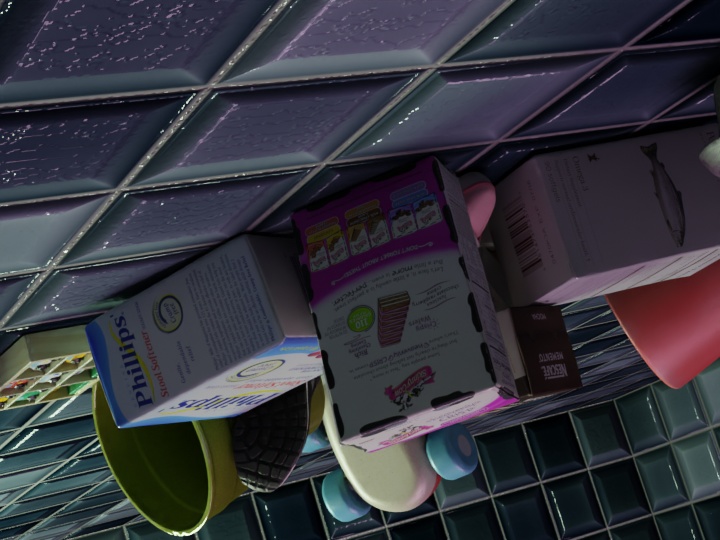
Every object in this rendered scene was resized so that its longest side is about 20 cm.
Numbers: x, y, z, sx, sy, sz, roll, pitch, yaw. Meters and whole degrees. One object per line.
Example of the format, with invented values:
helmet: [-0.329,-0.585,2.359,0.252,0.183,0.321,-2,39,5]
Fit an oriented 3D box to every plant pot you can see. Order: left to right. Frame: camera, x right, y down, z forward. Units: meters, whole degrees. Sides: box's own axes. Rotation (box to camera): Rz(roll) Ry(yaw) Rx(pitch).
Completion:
plant pot: [-0.147,0.147,1.575,0.193,0.201,0.200,-24,175,-39]
plant pot: [0.375,0.004,1.650,0.177,0.201,0.200,-33,164,17]

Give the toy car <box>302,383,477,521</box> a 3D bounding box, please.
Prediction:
toy car: [0.050,0.166,1.726,0.184,0.177,0.200,-27,-175,30]

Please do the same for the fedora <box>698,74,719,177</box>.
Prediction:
fedora: [0.361,-0.139,1.174,0.199,0.091,0.177,-15,168,23]

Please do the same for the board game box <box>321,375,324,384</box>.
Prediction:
board game box: [-0.017,0.118,1.819,0.200,0.032,0.120,-41,175,39]

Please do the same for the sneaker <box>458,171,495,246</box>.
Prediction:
sneaker: [0.070,0.018,1.256,0.200,0.105,0.075,-49,152,-7]

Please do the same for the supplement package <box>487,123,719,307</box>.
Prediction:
supplement package: [0.231,-0.047,1.342,0.199,0.117,0.117,-12,167,-25]

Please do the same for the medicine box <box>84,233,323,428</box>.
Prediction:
medicine box: [-0.109,0.056,1.342,0.200,0.103,0.182,-29,164,28]

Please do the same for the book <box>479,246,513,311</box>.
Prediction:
book: [0.057,0.041,1.419,0.199,0.048,0.134,-9,140,32]

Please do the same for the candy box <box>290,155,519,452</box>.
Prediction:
candy box: [0.033,0.028,1.184,0.136,0.201,0.061,-21,157,19]

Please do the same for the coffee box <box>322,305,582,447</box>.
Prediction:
coffee box: [0.082,0.096,1.340,0.200,0.080,0.113,-20,169,30]

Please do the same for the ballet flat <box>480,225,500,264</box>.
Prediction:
ballet flat: [0.146,-0.029,1.431,0.200,0.068,0.067,-9,163,-38]

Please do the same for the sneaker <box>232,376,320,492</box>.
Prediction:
sneaker: [-0.067,0.123,1.487,0.075,0.201,0.088,12,180,20]

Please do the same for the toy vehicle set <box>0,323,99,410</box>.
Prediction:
toy vehicle set: [-0.300,0.095,1.451,0.124,0.027,0.200,-9,166,-34]
